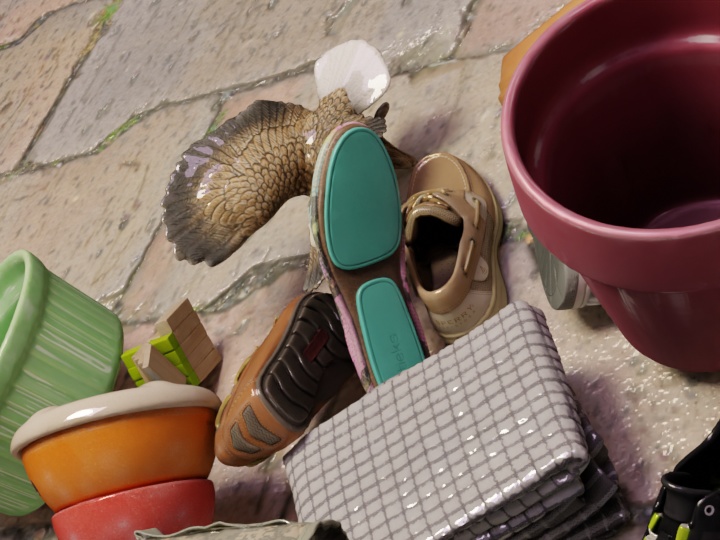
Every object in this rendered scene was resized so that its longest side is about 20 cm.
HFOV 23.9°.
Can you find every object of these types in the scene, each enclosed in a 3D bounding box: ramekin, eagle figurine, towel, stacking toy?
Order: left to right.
[{"bbox_3d":[-0.270,0.094,1.338,0.200,0.097,0.201,-47,26,31],"label":"ramekin"},{"bbox_3d":[-0.145,0.184,1.124,0.145,0.146,0.202,-20,74,26],"label":"stacking toy"},{"bbox_3d":[-0.037,-0.072,1.303,0.152,0.151,0.200,-40,-5,34],"label":"eagle figurine"},{"bbox_3d":[0.058,0.131,1.049,0.199,0.086,0.166,-34,33,12],"label":"towel"}]

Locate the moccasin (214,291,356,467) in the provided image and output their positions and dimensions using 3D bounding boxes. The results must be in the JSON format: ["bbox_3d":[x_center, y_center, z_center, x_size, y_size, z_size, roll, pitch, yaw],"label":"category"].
[{"bbox_3d":[-0.049,0.077,1.184,0.078,0.074,0.202,-39,12,28],"label":"moccasin"}]

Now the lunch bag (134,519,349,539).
[{"bbox_3d":[-0.081,0.241,0.961,0.163,0.117,0.202,-12,75,34],"label":"lunch bag"}]

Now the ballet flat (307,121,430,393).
[{"bbox_3d":[0.000,0.000,1.169,0.069,0.202,0.071,-16,6,-22],"label":"ballet flat"}]

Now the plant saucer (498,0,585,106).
[{"bbox_3d":[0.176,-0.190,1.244,0.200,0.038,0.200,-38,3,2],"label":"plant saucer"}]

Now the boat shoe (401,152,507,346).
[{"bbox_3d":[0.063,-0.031,1.236,0.071,0.065,0.201,-30,36,15],"label":"boat shoe"}]

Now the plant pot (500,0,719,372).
[{"bbox_3d":[0.195,-0.042,0.998,0.198,0.180,0.201,-11,49,13],"label":"plant pot"}]

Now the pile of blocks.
[{"bbox_3d":[-0.161,0.109,1.277,0.062,0.082,0.201,-22,39,24],"label":"pile of blocks"}]

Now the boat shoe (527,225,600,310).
[{"bbox_3d":[0.153,-0.048,1.176,0.064,0.075,0.203,2,37,-5],"label":"boat shoe"}]

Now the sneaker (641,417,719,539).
[{"bbox_3d":[0.172,0.144,0.921,0.200,0.083,0.072,-51,35,-15],"label":"sneaker"}]
